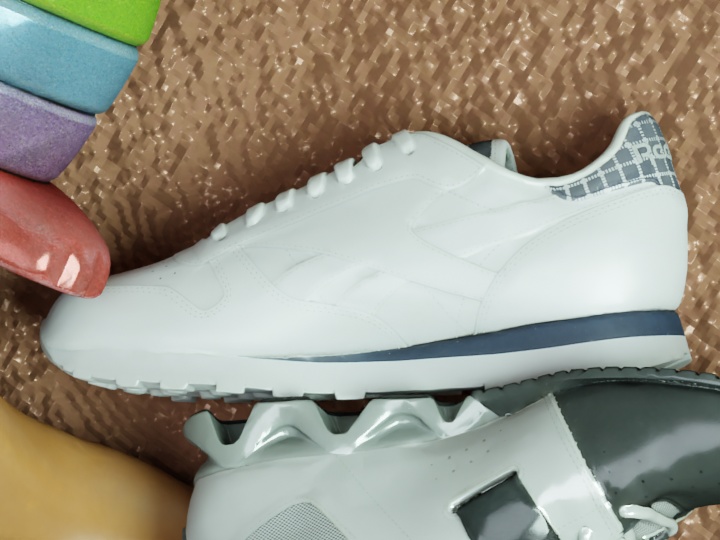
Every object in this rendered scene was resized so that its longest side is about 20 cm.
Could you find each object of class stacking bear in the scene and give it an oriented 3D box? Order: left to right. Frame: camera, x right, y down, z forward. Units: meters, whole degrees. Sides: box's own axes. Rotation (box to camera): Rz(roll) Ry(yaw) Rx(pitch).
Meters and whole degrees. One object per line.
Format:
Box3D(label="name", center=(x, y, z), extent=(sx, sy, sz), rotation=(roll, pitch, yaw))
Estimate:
Box3D(label="stacking bear", center=(-0.099, -0.112, 0.850), extent=(0.121, 0.114, 0.200), rotation=(23, 94, -27))

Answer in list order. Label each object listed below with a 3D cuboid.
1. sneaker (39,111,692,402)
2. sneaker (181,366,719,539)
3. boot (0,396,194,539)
Box3D(label="sneaker", center=(0.000, 0.000, 0.865), extent=(0.199, 0.076, 0.081), rotation=(-5, 89, 10))
Box3D(label="sneaker", center=(0.043, 0.079, 0.819), extent=(0.200, 0.074, 0.089), rotation=(-9, 65, 23))
Box3D(label="boot", center=(-0.125, 0.045, 0.843), extent=(0.199, 0.074, 0.155), rotation=(12, 148, -9))
